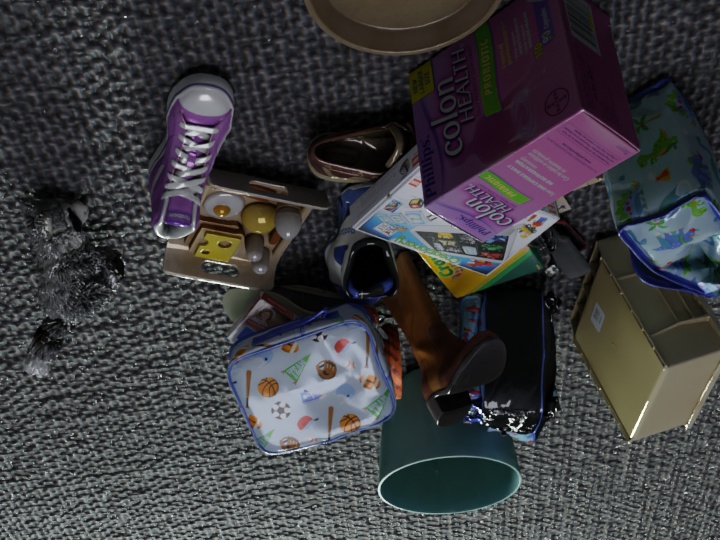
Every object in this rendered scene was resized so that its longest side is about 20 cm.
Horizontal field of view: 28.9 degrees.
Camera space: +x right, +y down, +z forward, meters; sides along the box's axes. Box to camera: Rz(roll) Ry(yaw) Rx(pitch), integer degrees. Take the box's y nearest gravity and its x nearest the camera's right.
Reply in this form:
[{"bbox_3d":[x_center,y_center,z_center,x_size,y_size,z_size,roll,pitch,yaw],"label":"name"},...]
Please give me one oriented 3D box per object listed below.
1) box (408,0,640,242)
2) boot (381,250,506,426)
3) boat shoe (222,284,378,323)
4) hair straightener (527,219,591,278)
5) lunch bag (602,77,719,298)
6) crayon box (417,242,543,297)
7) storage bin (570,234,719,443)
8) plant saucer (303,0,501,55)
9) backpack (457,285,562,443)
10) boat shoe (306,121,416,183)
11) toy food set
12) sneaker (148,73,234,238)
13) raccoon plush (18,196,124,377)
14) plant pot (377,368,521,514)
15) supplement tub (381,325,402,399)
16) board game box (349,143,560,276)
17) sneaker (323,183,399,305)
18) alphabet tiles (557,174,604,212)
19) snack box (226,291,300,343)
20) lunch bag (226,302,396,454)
[{"bbox_3d":[0.157,-0.159,1.390,0.096,0.177,0.199,26,136,-38],"label":"box"},{"bbox_3d":[0.098,0.062,1.698,0.068,0.201,0.189,-14,153,-17],"label":"boot"},{"bbox_3d":[-0.074,0.050,1.764,0.198,0.063,0.072,11,126,-1],"label":"boat shoe"},{"bbox_3d":[0.231,-0.036,1.657,0.041,0.077,0.200,-17,149,19],"label":"hair straightener"},{"bbox_3d":[0.343,-0.081,1.535,0.127,0.171,0.200,-23,144,25],"label":"lunch bag"},{"bbox_3d":[0.124,-0.053,1.635,0.118,0.059,0.200,-19,144,19],"label":"crayon box"},{"bbox_3d":[0.356,0.081,1.758,0.093,0.199,0.201,-16,149,-14],"label":"storage bin"},{"bbox_3d":[0.042,-0.282,1.327,0.198,0.030,0.201,-4,147,-2],"label":"plant saucer"},{"bbox_3d":[0.194,0.132,1.836,0.133,0.184,0.200,1,158,6],"label":"backpack"},{"bbox_3d":[0.041,-0.125,1.503,0.198,0.073,0.072,4,176,-2],"label":"boat shoe"},{"bbox_3d":[-0.137,-0.041,1.625,0.143,0.061,0.200,10,146,-21],"label":"toy food set"},{"bbox_3d":[-0.178,-0.110,1.478,0.072,0.115,0.201,8,143,-16],"label":"sneaker"},{"bbox_3d":[-0.357,0.013,1.588,0.096,0.201,0.134,9,161,43],"label":"raccoon plush"},{"bbox_3d":[0.118,0.230,1.967,0.199,0.162,0.201,-3,148,-2],"label":"plant pot"},{"bbox_3d":[-0.048,0.127,1.832,0.198,0.123,0.123,-3,146,-3],"label":"supplement tub"},{"bbox_3d":[0.104,-0.063,1.531,0.199,0.035,0.126,19,138,-33],"label":"board game box"},{"bbox_3d":[0.000,0.000,1.658,0.080,0.116,0.200,-1,146,-5],"label":"sneaker"},{"bbox_3d":[0.187,-0.105,1.625,0.199,0.008,0.167,-19,143,20],"label":"alphabet tiles"},{"bbox_3d":[-0.066,0.110,1.744,0.200,0.024,0.072,36,110,-15],"label":"snack box"},{"bbox_3d":[-0.056,0.127,1.699,0.199,0.076,0.161,-19,108,6],"label":"lunch bag"}]
